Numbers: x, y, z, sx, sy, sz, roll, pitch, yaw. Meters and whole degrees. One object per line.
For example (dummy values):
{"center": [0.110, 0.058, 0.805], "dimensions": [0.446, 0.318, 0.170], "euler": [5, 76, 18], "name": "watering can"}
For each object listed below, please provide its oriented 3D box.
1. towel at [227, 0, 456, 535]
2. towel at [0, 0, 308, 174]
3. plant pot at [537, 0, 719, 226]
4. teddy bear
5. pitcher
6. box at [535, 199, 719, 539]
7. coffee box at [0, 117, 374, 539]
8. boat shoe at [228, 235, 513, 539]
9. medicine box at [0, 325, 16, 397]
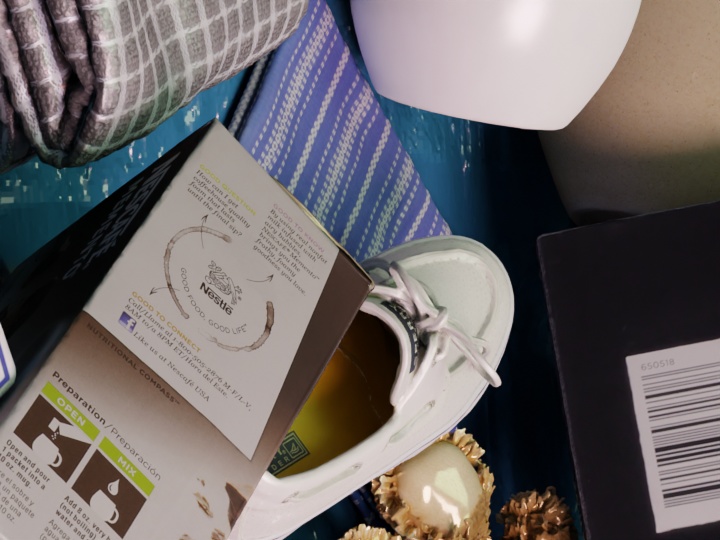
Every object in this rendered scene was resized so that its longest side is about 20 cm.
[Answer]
{"center": [0.000, 0.000, 1.185], "dimensions": [0.200, 0.024, 0.145], "euler": [60, 38, -40], "name": "towel"}
{"center": [-0.092, -0.148, 0.969], "dimensions": [0.166, 0.085, 0.201], "euler": [-40, 121, -57], "name": "towel"}
{"center": [0.157, -0.075, 1.323], "dimensions": [0.200, 0.199, 0.135], "euler": [33, 71, -56], "name": "plant pot"}
{"center": [0.035, 0.146, 1.184], "dimensions": [0.200, 0.066, 0.146], "euler": [37, 65, -53], "name": "teddy bear"}
{"center": [0.050, -0.169, 1.197], "dimensions": [0.121, 0.171, 0.201], "euler": [5, 101, -32], "name": "pitcher"}
{"center": [0.154, 0.097, 1.264], "dimensions": [0.200, 0.117, 0.198], "euler": [63, 18, -68], "name": "box"}
{"center": [-0.087, 0.056, 0.893], "dimensions": [0.080, 0.113, 0.200], "euler": [46, 38, -13], "name": "coffee box"}
{"center": [0.007, 0.030, 1.076], "dimensions": [0.075, 0.086, 0.202], "euler": [52, 46, 5], "name": "boat shoe"}
{"center": [-0.199, -0.007, 0.738], "dimensions": [0.182, 0.102, 0.201], "euler": [-50, 130, -51], "name": "medicine box"}
